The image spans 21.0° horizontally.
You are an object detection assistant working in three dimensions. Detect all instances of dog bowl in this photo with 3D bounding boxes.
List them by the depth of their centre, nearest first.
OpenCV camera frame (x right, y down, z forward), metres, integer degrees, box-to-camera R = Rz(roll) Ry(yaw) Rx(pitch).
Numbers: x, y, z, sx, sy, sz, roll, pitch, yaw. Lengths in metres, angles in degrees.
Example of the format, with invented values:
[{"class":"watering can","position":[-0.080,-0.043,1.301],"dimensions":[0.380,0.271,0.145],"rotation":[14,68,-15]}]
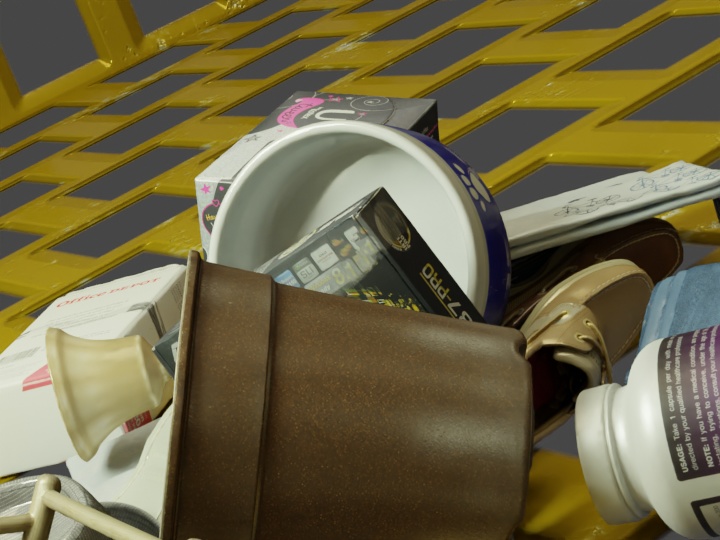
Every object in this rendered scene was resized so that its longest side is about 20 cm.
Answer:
[{"class":"dog bowl","position":[0.000,0.000,1.322],"dimensions":[0.198,0.202,0.079],"rotation":[-14,-4,23]}]

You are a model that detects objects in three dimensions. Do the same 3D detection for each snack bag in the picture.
[{"class":"snack bag","position":[0.159,-0.046,1.435],"dimensions":[0.187,0.022,0.200],"rotation":[-17,8,-6]},{"class":"snack bag","position":[-0.126,0.133,1.449],"dimensions":[0.187,0.022,0.200],"rotation":[-25,18,-7]}]

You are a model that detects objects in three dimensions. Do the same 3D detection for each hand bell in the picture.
[{"class":"hand bell","position":[-0.126,0.066,1.456],"dimensions":[0.198,0.105,0.104],"rotation":[-16,17,1]}]

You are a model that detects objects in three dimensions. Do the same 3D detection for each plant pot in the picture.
[{"class":"plant pot","position":[-0.010,0.098,1.097],"dimensions":[0.196,0.202,0.200],"rotation":[5,16,-5]}]

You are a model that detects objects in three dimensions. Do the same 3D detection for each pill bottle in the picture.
[{"class":"pill bottle","position":[0.222,0.080,1.051],"dimensions":[0.198,0.113,0.113],"rotation":[-15,18,21]}]

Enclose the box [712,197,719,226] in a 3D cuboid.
[{"class":"box","position":[0.299,-0.020,1.345],"dimensions":[0.069,0.065,0.200],"rotation":[-20,18,5]}]

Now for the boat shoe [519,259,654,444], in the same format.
[{"class":"boat shoe","position":[0.134,0.066,1.287],"dimensions":[0.200,0.074,0.069],"rotation":[-39,25,-20]}]

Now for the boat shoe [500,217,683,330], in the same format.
[{"class":"boat shoe","position":[0.152,0.030,1.378],"dimensions":[0.199,0.076,0.072],"rotation":[-32,26,-12]}]

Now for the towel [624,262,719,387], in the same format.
[{"class":"towel","position":[0.263,0.037,1.198],"dimensions":[0.199,0.049,0.112],"rotation":[-11,44,40]}]

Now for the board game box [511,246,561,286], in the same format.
[{"class":"board game box","position":[0.047,0.034,1.496],"dimensions":[0.199,0.062,0.200],"rotation":[-28,15,-11]}]

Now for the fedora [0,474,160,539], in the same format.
[{"class":"fedora","position":[-0.218,0.197,1.193],"dimensions":[0.199,0.091,0.178],"rotation":[-26,34,8]}]

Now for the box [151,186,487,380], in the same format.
[{"class":"box","position":[-0.014,0.061,1.233],"dimensions":[0.199,0.162,0.049],"rotation":[-31,9,35]}]

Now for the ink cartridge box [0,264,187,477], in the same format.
[{"class":"ink cartridge box","position":[-0.228,0.083,1.652],"dimensions":[0.144,0.085,0.200],"rotation":[-14,20,24]}]

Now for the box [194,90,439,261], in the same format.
[{"class":"box","position":[-0.028,-0.054,1.493],"dimensions":[0.131,0.116,0.200],"rotation":[6,25,21]}]

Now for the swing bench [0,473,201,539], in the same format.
[{"class":"swing bench","position":[-0.175,0.226,1.002],"dimensions":[0.129,0.202,0.198],"rotation":[-3,7,-31]}]

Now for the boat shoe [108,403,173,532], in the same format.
[{"class":"boat shoe","position":[-0.139,0.170,1.298],"dimensions":[0.074,0.062,0.201],"rotation":[6,52,37]}]
